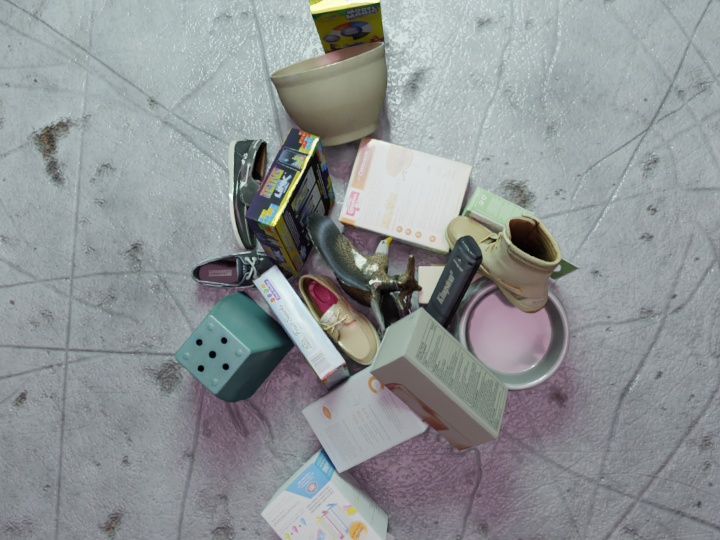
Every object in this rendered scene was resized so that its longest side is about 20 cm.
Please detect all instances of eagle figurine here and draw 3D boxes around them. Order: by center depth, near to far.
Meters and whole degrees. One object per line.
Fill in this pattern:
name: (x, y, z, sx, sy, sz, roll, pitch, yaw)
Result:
eagle figurine: (0.003, -0.004, 1.060, 0.198, 0.151, 0.153, 17, 119, 19)

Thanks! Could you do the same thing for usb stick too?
usb stick: (0.141, 0.028, 0.997, 0.032, 0.201, 0.056, -10, 54, -23)

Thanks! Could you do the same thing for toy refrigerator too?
toy refrigerator: (0.198, 0.023, 1.103, 0.197, 0.076, 0.071, 0, 88, 5)

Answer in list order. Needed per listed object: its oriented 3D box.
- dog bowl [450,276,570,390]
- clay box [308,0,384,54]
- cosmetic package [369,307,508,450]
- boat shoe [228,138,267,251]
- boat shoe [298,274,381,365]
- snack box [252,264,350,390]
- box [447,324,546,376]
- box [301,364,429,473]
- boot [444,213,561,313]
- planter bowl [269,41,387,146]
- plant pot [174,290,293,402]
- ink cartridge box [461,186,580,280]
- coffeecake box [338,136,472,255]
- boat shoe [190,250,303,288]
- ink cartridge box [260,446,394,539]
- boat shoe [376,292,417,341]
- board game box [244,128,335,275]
dog bowl: (0.245, 0.101, 1.032, 0.197, 0.059, 0.203, 0, 90, 4)
clay box: (-0.021, -0.429, 1.073, 0.113, 0.200, 0.048, -9, 88, 5)
cosmetic package: (0.121, 0.167, 0.967, 0.200, 0.104, 0.087, 44, 134, -13)
boat shoe: (-0.196, -0.136, 1.142, 0.067, 0.072, 0.203, -2, 86, 9)
boat shoe: (-0.043, 0.081, 1.087, 0.074, 0.069, 0.200, -51, 58, 12)
snack box: (-0.096, 0.100, 1.072, 0.053, 0.142, 0.201, -34, 75, -9)
box: (0.211, 0.140, 1.100, 0.198, 0.070, 0.065, 12, 89, 5)
box: (0.021, 0.229, 1.057, 0.199, 0.097, 0.125, -36, 85, 33)
boot: (0.207, -0.041, 0.947, 0.073, 0.156, 0.200, -36, 64, -13)
planter bowl: (-0.040, -0.294, 1.089, 0.198, 0.201, 0.136, -15, 114, 4)
plant pot: (-0.220, 0.133, 1.071, 0.141, 0.200, 0.142, 41, 92, 5)
ink cartridge box: (0.263, -0.058, 1.064, 0.198, 0.146, 0.048, 27, 83, 5)
coffeecake box: (0.078, -0.130, 1.118, 0.198, 0.073, 0.155, 16, 89, 5)
boat shoe: (-0.203, -0.002, 1.139, 0.197, 0.068, 0.073, -2, 88, 4)
ink cartridge box: (-0.047, 0.427, 1.084, 0.129, 0.125, 0.200, -44, 85, 2)
boat shoe: (0.060, 0.120, 1.106, 0.073, 0.068, 0.202, -6, 93, 37)
board game box: (-0.109, -0.106, 1.049, 0.056, 0.200, 0.167, 21, 71, 13)
